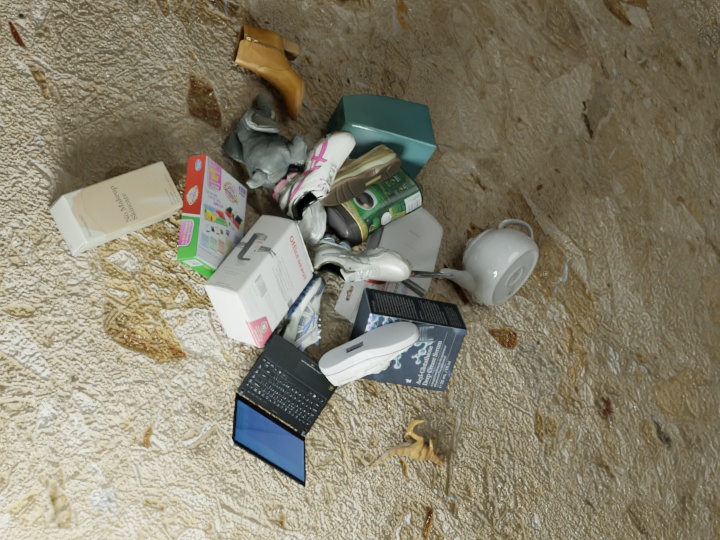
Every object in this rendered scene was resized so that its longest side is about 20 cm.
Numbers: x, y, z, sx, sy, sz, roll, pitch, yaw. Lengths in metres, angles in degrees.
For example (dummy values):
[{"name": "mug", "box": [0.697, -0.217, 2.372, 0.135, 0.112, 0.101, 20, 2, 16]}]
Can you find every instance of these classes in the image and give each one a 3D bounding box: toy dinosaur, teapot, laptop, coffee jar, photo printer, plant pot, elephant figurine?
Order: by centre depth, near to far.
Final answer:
[{"name": "laptop", "box": [-0.128, 0.250, 1.470, 0.177, 0.103, 0.200, 40, 79, -29]}, {"name": "elephant figurine", "box": [-0.202, -0.261, 1.609, 0.141, 0.155, 0.200, -40, 78, 1]}, {"name": "toy dinosaur", "box": [0.106, 0.359, 1.653, 0.199, 0.060, 0.107, 12, 69, -33]}, {"name": "coffee jar", "box": [0.024, -0.132, 1.700, 0.200, 0.085, 0.104, -31, 61, -16]}, {"name": "plant pot", "box": [0.036, -0.292, 1.761, 0.199, 0.141, 0.142, 14, 46, -21]}, {"name": "photo printer", "box": [0.096, -0.062, 1.785, 0.166, 0.069, 0.201, 32, 58, -24]}, {"name": "teapot", "box": [0.308, -0.029, 1.884, 0.146, 0.198, 0.200, 42, 19, 28]}]

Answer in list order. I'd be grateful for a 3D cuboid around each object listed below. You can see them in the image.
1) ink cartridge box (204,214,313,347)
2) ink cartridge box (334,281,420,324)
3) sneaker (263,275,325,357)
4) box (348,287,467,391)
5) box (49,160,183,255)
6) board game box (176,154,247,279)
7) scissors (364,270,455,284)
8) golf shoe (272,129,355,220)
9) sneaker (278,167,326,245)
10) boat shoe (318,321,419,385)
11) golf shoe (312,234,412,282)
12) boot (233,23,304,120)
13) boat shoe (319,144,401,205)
[{"name": "ink cartridge box", "box": [-0.182, 0.016, 1.501, 0.200, 0.085, 0.146, -54, 144, -35]}, {"name": "ink cartridge box", "box": [0.055, 0.083, 1.705, 0.200, 0.068, 0.115, 36, 56, -22]}, {"name": "sneaker", "box": [-0.112, 0.104, 1.577, 0.085, 0.077, 0.200, 38, 65, -26]}, {"name": "box", "box": [0.088, 0.137, 1.606, 0.199, 0.149, 0.107, 10, 25, -11]}, {"name": "box", "box": [-0.420, -0.110, 1.408, 0.200, 0.078, 0.095, -30, 94, -40]}, {"name": "board game box", "box": [-0.268, -0.089, 1.493, 0.153, 0.040, 0.201, 42, 46, -59]}, {"name": "scissors", "box": [0.092, 0.012, 1.675, 0.199, 0.014, 0.073, 18, 67, 1]}, {"name": "golf shoe", "box": [-0.075, -0.180, 1.564, 0.092, 0.200, 0.073, 51, 12, 33]}, {"name": "sneaker", "box": [-0.119, -0.155, 1.655, 0.099, 0.078, 0.201, 12, 66, -30]}, {"name": "boat shoe", "box": [0.023, 0.160, 1.511, 0.066, 0.199, 0.072, 59, 10, -30]}, {"name": "golf shoe", "box": [0.000, 0.000, 1.611, 0.199, 0.078, 0.097, 11, 42, 9]}, {"name": "boot", "box": [-0.195, -0.414, 1.698, 0.144, 0.071, 0.202, 7, 67, -29]}, {"name": "boat shoe", "box": [-0.016, -0.198, 1.656, 0.200, 0.072, 0.076, -27, 64, -26]}]
